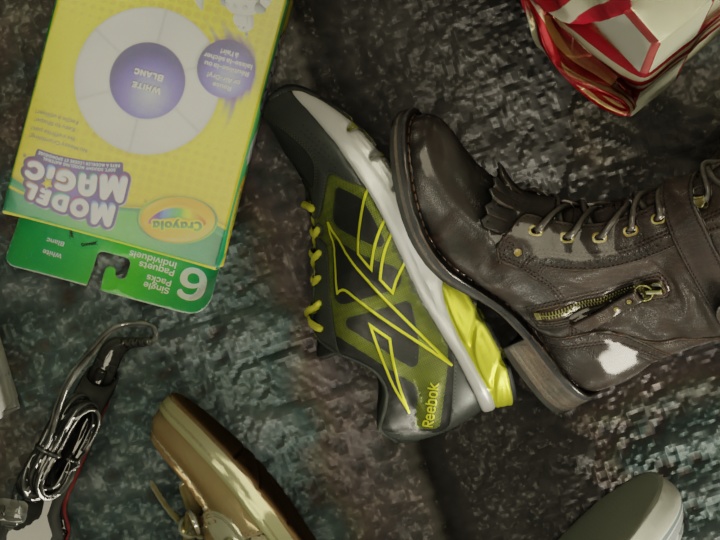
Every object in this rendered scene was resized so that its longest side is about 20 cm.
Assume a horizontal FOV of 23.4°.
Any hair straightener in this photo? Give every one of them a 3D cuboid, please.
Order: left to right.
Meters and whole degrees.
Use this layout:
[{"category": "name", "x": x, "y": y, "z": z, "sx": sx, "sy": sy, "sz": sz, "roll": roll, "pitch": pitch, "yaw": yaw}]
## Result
[{"category": "hair straightener", "x": -0.155, "y": 0.115, "z": 0.879, "sx": 0.041, "sy": 0.077, "sz": 0.200, "roll": 29, "pitch": 91, "yaw": 1}]

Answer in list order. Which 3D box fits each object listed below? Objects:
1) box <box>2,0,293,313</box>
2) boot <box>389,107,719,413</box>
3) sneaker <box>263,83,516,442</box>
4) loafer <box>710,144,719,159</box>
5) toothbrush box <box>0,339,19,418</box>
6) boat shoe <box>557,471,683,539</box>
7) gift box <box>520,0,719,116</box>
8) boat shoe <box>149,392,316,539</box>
[{"category": "box", "x": -0.109, "y": -0.085, "z": 0.890, "sx": 0.117, "sy": 0.048, "sz": 0.201, "roll": 14, "pitch": 93, "yaw": 0}, {"category": "boot", "x": 0.127, "y": -0.026, "z": 0.821, "sx": 0.174, "sy": 0.069, "sz": 0.200, "roll": -25, "pitch": 117, "yaw": 30}, {"category": "sneaker", "x": 0.000, "y": 0.000, "z": 0.878, "sx": 0.085, "sy": 0.074, "sz": 0.200, "roll": -33, "pitch": 92, "yaw": 1}, {"category": "loafer", "x": 0.228, "y": -0.078, "z": 0.875, "sx": 0.073, "sy": 0.071, "sz": 0.200, "roll": 25, "pitch": 89, "yaw": -3}, {"category": "toothbrush box", "x": -0.291, "y": 0.032, "z": 0.873, "sx": 0.199, "sy": 0.085, "sz": 0.147, "roll": -15, "pitch": 92, "yaw": -1}, {"category": "boat shoe", "x": 0.113, "y": 0.198, "z": 0.894, "sx": 0.071, "sy": 0.070, "sz": 0.201, "roll": 34, "pitch": 95, "yaw": -12}, {"category": "gift box", "x": 0.126, "y": -0.197, "z": 0.807, "sx": 0.187, "sy": 0.200, "sz": 0.185, "roll": -40, "pitch": 77, "yaw": 0}, {"category": "boat shoe", "x": -0.051, "y": 0.153, "z": 0.883, "sx": 0.063, "sy": 0.073, "sz": 0.200, "roll": -36, "pitch": 93, "yaw": 1}]
